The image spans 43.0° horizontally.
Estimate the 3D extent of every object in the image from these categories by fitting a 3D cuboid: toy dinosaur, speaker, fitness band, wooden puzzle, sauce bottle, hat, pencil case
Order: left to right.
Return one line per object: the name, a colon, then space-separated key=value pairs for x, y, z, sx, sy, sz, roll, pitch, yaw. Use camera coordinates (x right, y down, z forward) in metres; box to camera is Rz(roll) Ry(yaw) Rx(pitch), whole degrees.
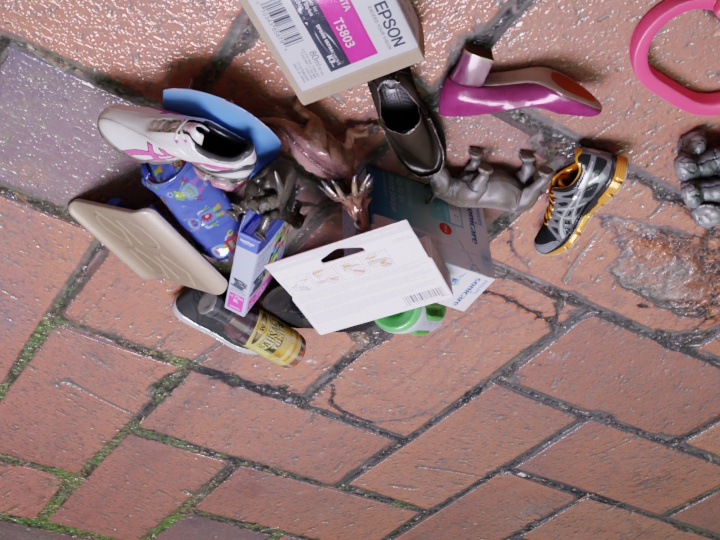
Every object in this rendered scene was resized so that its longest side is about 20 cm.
wooden puzzle: x=-0.300 y=-0.044 z=1.313 sx=0.200 sy=0.046 sz=0.185 roll=7 pitch=149 yaw=43
pencil case: x=-0.228 y=-0.095 z=1.259 sx=0.087 sy=0.078 sz=0.200 roll=-33 pitch=142 yaw=-2
sauce bottle: x=-0.168 y=0.091 z=1.420 sx=0.066 sy=0.066 sz=0.200 roll=-29 pitch=140 yaw=27
toy dinosaur: x=-0.115 y=-0.104 z=1.165 sx=0.077 sy=0.102 sz=0.200 roll=32 pitch=160 yaw=12
toy dinosaur: x=-0.049 y=-0.146 z=1.176 sx=0.200 sy=0.136 sz=0.086 roll=28 pitch=132 yaw=-23
hat: x=-0.055 y=0.029 z=1.426 sx=0.200 sy=0.081 sz=0.201 roll=4 pitch=156 yaw=2
speaker: x=0.075 y=0.055 z=1.395 sx=0.088 sy=0.089 sz=0.200 roll=-16 pitch=171 yaw=15
fitness band: x=0.432 y=-0.270 z=1.146 sx=0.200 sy=0.037 sz=0.144 roll=23 pitch=136 yaw=-25

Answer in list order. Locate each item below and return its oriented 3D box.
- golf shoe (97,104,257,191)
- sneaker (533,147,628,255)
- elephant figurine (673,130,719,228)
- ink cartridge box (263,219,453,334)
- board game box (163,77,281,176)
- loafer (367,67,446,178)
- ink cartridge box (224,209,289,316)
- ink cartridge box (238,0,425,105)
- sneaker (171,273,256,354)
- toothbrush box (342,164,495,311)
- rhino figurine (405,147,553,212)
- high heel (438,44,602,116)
golf shoe: x=-0.223 y=-0.168 z=1.127 sx=0.200 sy=0.073 sz=0.092 roll=17 pitch=154 yaw=-11
sneaker: x=0.299 y=-0.102 z=1.310 sx=0.077 sy=0.078 sz=0.200 roll=23 pitch=131 yaw=-9
elephant figurine: x=0.535 y=-0.138 z=1.219 sx=0.200 sy=0.155 sz=0.142 roll=-18 pitch=115 yaw=30
ink cartridge box: x=0.000 y=0.000 z=1.200 sx=0.200 sy=0.045 sz=0.176 roll=-17 pitch=139 yaw=16
board game box: x=-0.176 y=-0.183 z=1.190 sx=0.158 sy=0.039 sz=0.200 roll=22 pitch=156 yaw=-2
loafer: x=0.055 y=-0.188 z=1.176 sx=0.073 sy=0.071 sz=0.200 roll=-19 pitch=130 yaw=18
ink cartridge box: x=-0.141 y=-0.038 z=1.314 sx=0.042 sy=0.119 sz=0.200 roll=25 pitch=137 yaw=8
ink cartridge box: x=-0.037 y=-0.306 z=1.045 sx=0.164 sy=0.075 sz=0.200 roll=-17 pitch=137 yaw=18
sneaker: x=-0.194 y=0.071 z=1.472 sx=0.200 sy=0.071 sz=0.099 roll=26 pitch=137 yaw=-23
toothbrush box: x=0.080 y=-0.045 z=1.299 sx=0.200 sy=0.147 sz=0.085 roll=19 pitch=135 yaw=-22
rhino figurine: x=0.162 y=-0.123 z=1.280 sx=0.199 sy=0.060 sz=0.088 roll=4 pitch=136 yaw=-5
high heel: x=0.203 y=-0.214 z=1.169 sx=0.200 sy=0.067 sz=0.096 roll=21 pitch=126 yaw=-4
